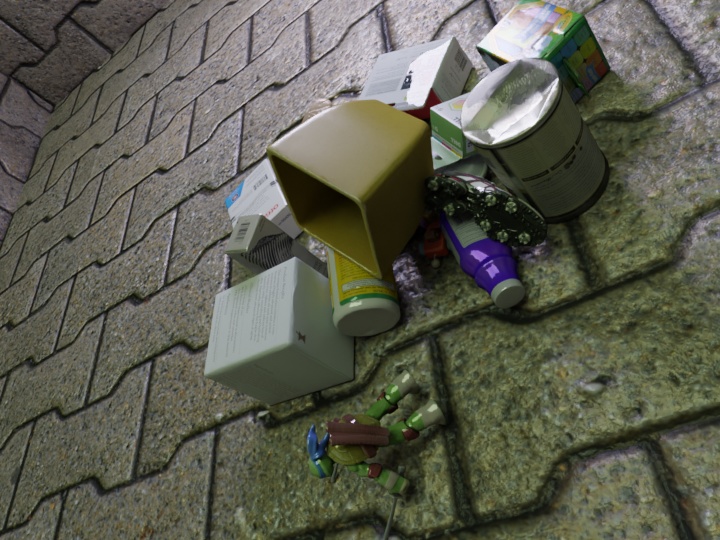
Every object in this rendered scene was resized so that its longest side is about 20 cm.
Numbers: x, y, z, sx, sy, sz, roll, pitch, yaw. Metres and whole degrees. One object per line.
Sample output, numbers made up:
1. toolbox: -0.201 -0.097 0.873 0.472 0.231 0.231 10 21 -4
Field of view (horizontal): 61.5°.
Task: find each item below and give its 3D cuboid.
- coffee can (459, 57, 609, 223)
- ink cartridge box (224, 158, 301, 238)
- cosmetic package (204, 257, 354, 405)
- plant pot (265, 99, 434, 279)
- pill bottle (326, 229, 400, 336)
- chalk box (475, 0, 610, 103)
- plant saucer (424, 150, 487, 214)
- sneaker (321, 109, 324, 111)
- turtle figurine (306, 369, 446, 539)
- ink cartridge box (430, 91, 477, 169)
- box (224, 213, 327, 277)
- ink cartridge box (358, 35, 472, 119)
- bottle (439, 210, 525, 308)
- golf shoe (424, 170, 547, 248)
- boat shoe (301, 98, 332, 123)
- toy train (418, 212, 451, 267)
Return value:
1. coffee can: 0.255 -0.182 0.877 0.146 0.200 0.147 -22 49 29
2. ink cartridge box: -0.212 -0.132 1.352 0.146 0.084 0.200 -41 43 13
3. cosmetic package: -0.136 0.113 1.052 0.199 0.166 0.168 -22 49 30
4. plant pot: 0.009 -0.150 0.942 0.194 0.196 0.200 32 69 28
5. pill bottle: 0.000 0.000 1.033 0.112 0.113 0.201 -26 55 27
6. chalk box: 0.313 -0.345 0.998 0.124 0.125 0.200 -46 43 8
7. plant saucer: 0.119 -0.176 1.058 0.199 0.050 0.201 -16 36 12
8. sneaker: -0.107 -0.266 1.328 0.200 0.090 0.067 -46 31 20
9. turtle figurine: 0.026 0.253 0.878 0.194 0.200 0.144 -35 17 -10
10. ink cartridge box: 0.185 -0.249 1.027 0.199 0.059 0.104 -24 41 -13
11. box: -0.152 -0.020 1.132 0.068 0.200 0.083 -3 61 41
12. ink cartridge box: 0.101 -0.363 1.230 0.199 0.084 0.176 6 65 44
13. bottle: 0.188 -0.030 0.925 0.083 0.065 0.200 -16 46 -5
14. golf shoe: 0.193 -0.104 0.903 0.199 0.077 0.088 29 42 24
15. boat shoe: -0.120 -0.302 1.405 0.072 0.065 0.201 27 82 30
16. toy train: 0.082 -0.077 1.070 0.199 0.056 0.151 -5 59 39
